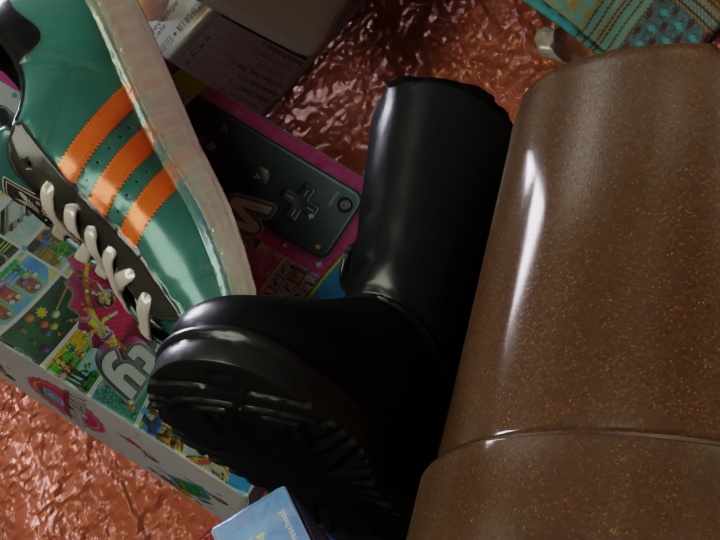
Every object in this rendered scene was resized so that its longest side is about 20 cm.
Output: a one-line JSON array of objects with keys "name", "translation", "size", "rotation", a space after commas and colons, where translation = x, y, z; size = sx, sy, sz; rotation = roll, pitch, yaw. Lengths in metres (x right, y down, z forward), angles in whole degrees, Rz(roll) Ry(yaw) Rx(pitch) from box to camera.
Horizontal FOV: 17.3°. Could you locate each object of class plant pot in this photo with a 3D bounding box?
[{"name": "plant pot", "translation": [0.117, 0.039, 0.839], "size": [0.199, 0.200, 0.200], "rotation": [-6, 66, 36]}]

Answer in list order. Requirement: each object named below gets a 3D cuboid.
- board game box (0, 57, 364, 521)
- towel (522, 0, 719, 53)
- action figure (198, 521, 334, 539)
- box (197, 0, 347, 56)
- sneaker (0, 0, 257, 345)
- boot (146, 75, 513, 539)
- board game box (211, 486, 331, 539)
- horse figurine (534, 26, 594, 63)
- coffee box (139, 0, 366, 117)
[{"name": "board game box", "translation": [-0.094, -0.008, 0.998], "size": [0.199, 0.064, 0.148], "rotation": [31, 70, 5]}, {"name": "towel", "translation": [0.090, -0.174, 0.921], "size": [0.147, 0.199, 0.022], "rotation": [-51, 24, 14]}, {"name": "action figure", "translation": [-0.002, 0.105, 0.993], "size": [0.199, 0.052, 0.066], "rotation": [-31, 63, 27]}, {"name": "box", "translation": [-0.078, -0.232, 0.956], "size": [0.171, 0.199, 0.201], "rotation": [31, 93, 39]}, {"name": "sneaker", "translation": [-0.099, -0.027, 0.936], "size": [0.079, 0.071, 0.201], "rotation": [-21, 69, -11]}, {"name": "boot", "translation": [0.000, 0.000, 0.873], "size": [0.076, 0.200, 0.169], "rotation": [3, 68, 27]}, {"name": "board game box", "translation": [0.020, 0.182, 0.856], "size": [0.036, 0.200, 0.152], "rotation": [-29, 57, 2]}, {"name": "horse figurine", "translation": [0.100, -0.190, 1.000], "size": [0.132, 0.050, 0.201], "rotation": [31, 90, 27]}, {"name": "coffee box", "translation": [-0.057, -0.157, 1.096], "size": [0.200, 0.080, 0.115], "rotation": [-46, 54, 17]}]
